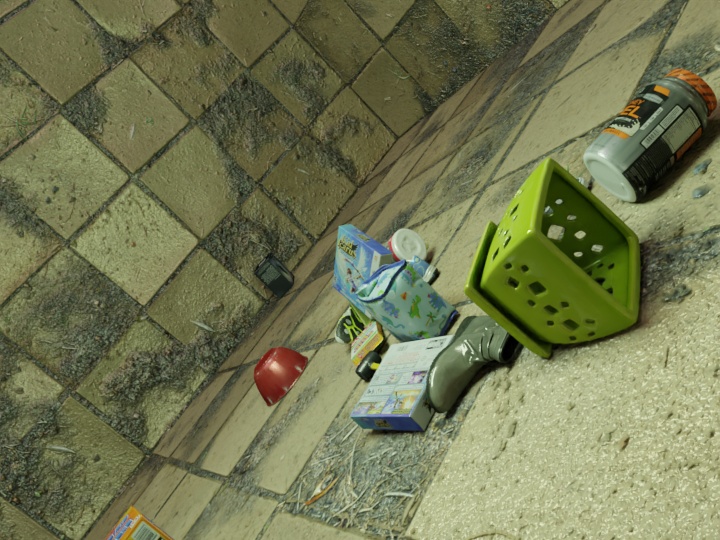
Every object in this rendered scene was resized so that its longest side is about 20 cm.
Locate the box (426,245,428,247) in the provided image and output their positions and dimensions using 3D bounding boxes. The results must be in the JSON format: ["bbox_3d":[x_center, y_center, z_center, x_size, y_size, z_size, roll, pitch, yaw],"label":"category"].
[{"bbox_3d":[0.122,-0.041,1.853,0.076,0.050,0.199,-53,12,-27],"label":"box"}]

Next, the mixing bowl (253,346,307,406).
[{"bbox_3d":[-0.273,0.321,1.961,0.200,0.108,0.201,-44,12,12],"label":"mixing bowl"}]

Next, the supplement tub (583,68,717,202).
[{"bbox_3d":[0.482,-0.225,1.012,0.200,0.122,0.123,-46,12,3],"label":"supplement tub"}]

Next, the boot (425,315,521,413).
[{"bbox_3d":[0.194,0.145,1.009,0.130,0.068,0.201,-16,35,57],"label":"boot"}]

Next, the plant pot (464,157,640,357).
[{"bbox_3d":[0.274,-0.006,0.900,0.181,0.199,0.200,-43,12,44],"label":"plant pot"}]

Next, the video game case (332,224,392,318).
[{"bbox_3d":[0.000,0.000,1.625,0.199,0.045,0.185,36,126,46],"label":"video game case"}]

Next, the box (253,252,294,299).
[{"bbox_3d":[-0.471,0.024,3.346,0.123,0.199,0.200,-42,13,6],"label":"box"}]

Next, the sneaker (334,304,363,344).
[{"bbox_3d":[-0.035,0.168,1.725,0.077,0.075,0.200,-50,0,21],"label":"sneaker"}]

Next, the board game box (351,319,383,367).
[{"bbox_3d":[0.016,0.181,1.538,0.096,0.030,0.200,-47,7,4],"label":"board game box"}]

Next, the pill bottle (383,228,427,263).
[{"bbox_3d":[0.094,-0.021,1.718,0.200,0.110,0.111,-47,8,49],"label":"pill bottle"}]

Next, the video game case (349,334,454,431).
[{"bbox_3d":[0.087,0.215,1.155,0.199,0.045,0.182,-20,30,55],"label":"video game case"}]

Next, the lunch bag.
[{"bbox_3d":[0.087,0.081,1.315,0.128,0.170,0.199,-52,11,-24],"label":"lunch bag"}]

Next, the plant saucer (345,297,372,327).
[{"bbox_3d":[0.017,0.019,1.700,0.047,0.201,0.203,-10,-43,-34],"label":"plant saucer"}]

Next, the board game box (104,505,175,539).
[{"bbox_3d":[-0.502,0.692,1.379,0.201,0.200,0.199,-53,14,-28],"label":"board game box"}]

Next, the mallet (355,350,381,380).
[{"bbox_3d":[0.045,0.223,1.342,0.066,0.041,0.199,-49,16,-13],"label":"mallet"}]

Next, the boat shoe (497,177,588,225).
[{"bbox_3d":[0.368,-0.133,1.245,0.199,0.068,0.074,-38,15,36],"label":"boat shoe"}]

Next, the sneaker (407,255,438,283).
[{"bbox_3d":[0.126,0.013,1.611,0.199,0.077,0.076,-35,18,55],"label":"sneaker"}]
